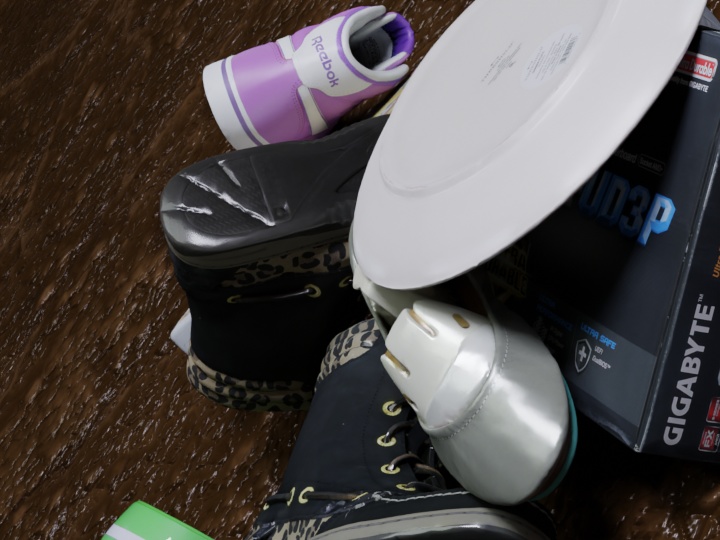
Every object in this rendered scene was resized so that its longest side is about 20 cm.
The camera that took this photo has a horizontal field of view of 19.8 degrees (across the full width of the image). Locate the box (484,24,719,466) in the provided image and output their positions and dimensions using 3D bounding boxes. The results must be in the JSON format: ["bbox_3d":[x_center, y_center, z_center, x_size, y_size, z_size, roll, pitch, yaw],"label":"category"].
[{"bbox_3d":[0.110,-0.026,0.851,0.200,0.046,0.160,-142,64,-67],"label":"box"}]

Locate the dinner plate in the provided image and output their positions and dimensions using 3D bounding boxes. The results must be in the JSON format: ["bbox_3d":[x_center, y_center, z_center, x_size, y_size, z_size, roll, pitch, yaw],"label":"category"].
[{"bbox_3d":[0.062,-0.078,0.845,0.200,0.024,0.201,-39,27,24],"label":"dinner plate"}]

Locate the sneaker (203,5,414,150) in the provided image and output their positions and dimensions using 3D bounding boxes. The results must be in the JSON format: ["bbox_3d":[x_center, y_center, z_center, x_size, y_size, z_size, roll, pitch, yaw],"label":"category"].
[{"bbox_3d":[-0.015,-0.110,1.218,0.114,0.073,0.200,-24,3,9],"label":"sneaker"}]

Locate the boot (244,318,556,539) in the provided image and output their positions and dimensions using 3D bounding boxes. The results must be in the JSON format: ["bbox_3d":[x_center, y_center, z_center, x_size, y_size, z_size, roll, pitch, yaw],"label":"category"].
[{"bbox_3d":[0.023,0.083,0.916,0.203,0.073,0.154,-22,37,49],"label":"boot"}]

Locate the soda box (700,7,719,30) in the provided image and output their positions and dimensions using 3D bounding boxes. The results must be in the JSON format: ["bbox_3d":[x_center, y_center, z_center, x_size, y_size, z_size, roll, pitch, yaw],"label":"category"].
[{"bbox_3d":[0.114,-0.147,1.035,0.064,0.068,0.200,-49,25,16],"label":"soda box"}]

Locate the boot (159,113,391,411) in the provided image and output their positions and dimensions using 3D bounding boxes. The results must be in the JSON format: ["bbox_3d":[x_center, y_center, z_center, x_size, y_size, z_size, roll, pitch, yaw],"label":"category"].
[{"bbox_3d":[0.000,0.000,1.022,0.151,0.199,0.074,96,159,-53],"label":"boot"}]

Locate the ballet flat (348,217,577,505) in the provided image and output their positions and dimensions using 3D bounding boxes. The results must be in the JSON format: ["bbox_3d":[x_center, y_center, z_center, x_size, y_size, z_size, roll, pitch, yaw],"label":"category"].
[{"bbox_3d":[0.031,0.028,0.854,0.068,0.063,0.200,-55,24,16],"label":"ballet flat"}]

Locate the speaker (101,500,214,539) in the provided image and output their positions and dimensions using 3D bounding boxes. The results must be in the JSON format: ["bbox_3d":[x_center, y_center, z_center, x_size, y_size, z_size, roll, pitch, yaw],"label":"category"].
[{"bbox_3d":[-0.129,0.219,1.018,0.201,0.088,0.088,-61,24,-11],"label":"speaker"}]

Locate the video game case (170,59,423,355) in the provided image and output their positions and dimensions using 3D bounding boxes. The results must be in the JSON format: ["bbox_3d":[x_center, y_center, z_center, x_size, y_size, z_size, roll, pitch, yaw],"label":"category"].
[{"bbox_3d":[-0.009,-0.054,1.137,0.200,0.023,0.182,-43,7,30],"label":"video game case"}]
